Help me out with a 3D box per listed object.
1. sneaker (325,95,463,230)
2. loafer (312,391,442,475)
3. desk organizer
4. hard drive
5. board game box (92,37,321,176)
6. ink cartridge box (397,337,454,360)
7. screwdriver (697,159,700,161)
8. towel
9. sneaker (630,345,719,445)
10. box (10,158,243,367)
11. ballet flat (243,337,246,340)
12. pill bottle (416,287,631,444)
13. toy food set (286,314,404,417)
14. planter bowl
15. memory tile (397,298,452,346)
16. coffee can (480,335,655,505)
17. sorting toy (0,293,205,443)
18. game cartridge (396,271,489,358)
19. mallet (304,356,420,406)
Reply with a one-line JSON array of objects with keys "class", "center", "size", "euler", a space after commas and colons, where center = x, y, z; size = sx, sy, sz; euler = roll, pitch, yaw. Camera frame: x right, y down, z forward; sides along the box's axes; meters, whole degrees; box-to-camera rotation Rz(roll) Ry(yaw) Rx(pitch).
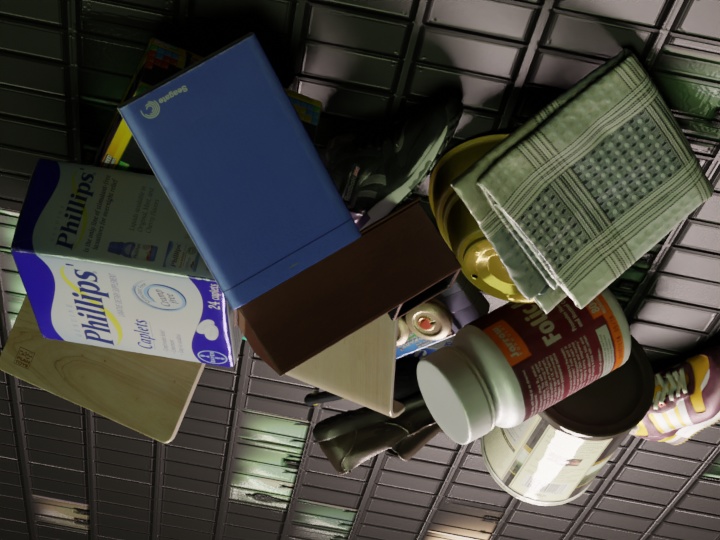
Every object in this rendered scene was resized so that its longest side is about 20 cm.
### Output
[{"class": "sneaker", "center": [0.014, -0.102, 1.364], "size": [0.087, 0.076, 0.200], "euler": [37, 132, -6]}, {"class": "loafer", "center": [0.047, 0.177, 1.652], "size": [0.199, 0.072, 0.073], "euler": [-16, -177, -10]}, {"class": "desk organizer", "center": [-0.012, 0.022, 1.349], "size": [0.200, 0.077, 0.072], "euler": [-31, 168, -12]}, {"class": "hard drive", "center": [-0.102, -0.084, 1.271], "size": [0.132, 0.025, 0.200], "euler": [-30, 106, -6]}, {"class": "board game box", "center": [-0.149, -0.111, 1.364], "size": [0.165, 0.057, 0.200], "euler": [20, 146, -14]}, {"class": "ink cartridge box", "center": [0.035, 0.086, 1.680], "size": [0.199, 0.044, 0.094], "euler": [7, 150, 4]}, {"class": "screwdriver", "center": [0.237, -0.066, 1.400], "size": [0.029, 0.028, 0.200], "euler": [-18, 174, -43]}, {"class": "towel", "center": [0.199, -0.068, 1.294], "size": [0.200, 0.035, 0.193], "euler": [-38, 128, 3]}, {"class": "sneaker", "center": [0.349, 0.141, 1.659], "size": [0.090, 0.075, 0.200], "euler": [9, 148, -10]}, {"class": "box", "center": [-0.211, -0.003, 1.403], "size": [0.199, 0.105, 0.184], "euler": [9, 151, 4]}, {"class": "ballet flat", "center": [-0.165, 0.029, 1.612], "size": [0.200, 0.068, 0.070], "euler": [25, 179, 6]}, {"class": "pill bottle", "center": [0.164, 0.088, 1.496], "size": [0.200, 0.114, 0.114], "euler": [-27, 154, -19]}, {"class": "toy food set", "center": [-0.014, 0.051, 1.518], "size": [0.143, 0.060, 0.200], "euler": [20, 131, 22]}, {"class": "planter bowl", "center": [0.150, -0.029, 1.397], "size": [0.200, 0.084, 0.201], "euler": [14, 142, 11]}, {"class": "memory tile", "center": [0.000, 0.000, 1.512], "size": [0.153, 0.017, 0.200], "euler": [-10, 121, 28]}, {"class": "coffee can", "center": [0.226, 0.159, 1.650], "size": [0.146, 0.147, 0.200], "euler": [12, 148, -4]}, {"class": "sorting toy", "center": [-0.245, 0.049, 1.550], "size": [0.199, 0.199, 0.070], "euler": [23, 180, 7]}, {"class": "game cartridge", "center": [0.024, 0.034, 1.560], "size": [0.200, 0.038, 0.130], "euler": [-25, 110, 35]}, {"class": "mallet", "center": [-0.010, 0.138, 1.681], "size": [0.066, 0.041, 0.200], "euler": [-14, 177, -44]}]
